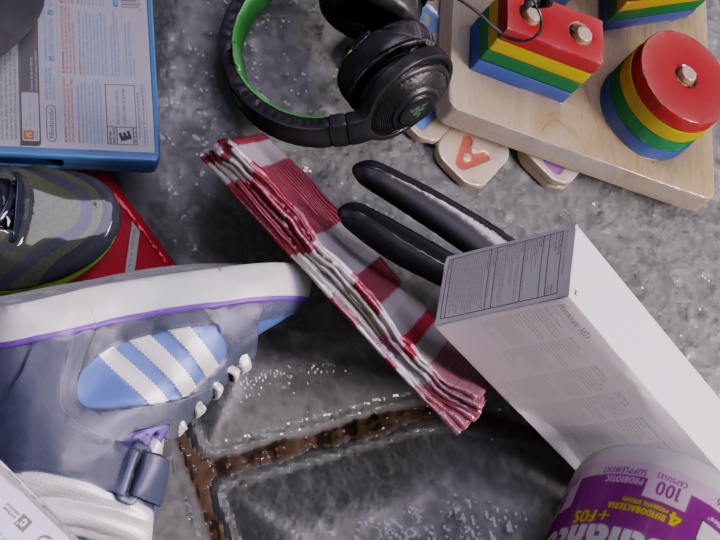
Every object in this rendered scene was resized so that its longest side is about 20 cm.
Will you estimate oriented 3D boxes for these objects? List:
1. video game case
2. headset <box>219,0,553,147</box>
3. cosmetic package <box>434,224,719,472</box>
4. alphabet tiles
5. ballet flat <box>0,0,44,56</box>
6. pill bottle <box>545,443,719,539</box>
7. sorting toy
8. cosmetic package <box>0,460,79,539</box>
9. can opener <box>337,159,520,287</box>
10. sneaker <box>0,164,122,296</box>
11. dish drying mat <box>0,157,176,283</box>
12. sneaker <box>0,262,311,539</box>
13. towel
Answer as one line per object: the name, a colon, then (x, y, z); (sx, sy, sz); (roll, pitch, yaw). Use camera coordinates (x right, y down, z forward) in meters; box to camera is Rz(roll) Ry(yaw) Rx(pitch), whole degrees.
video game case: (-0.210, -0.123, 0.970); (0.198, 0.018, 0.144); (2, 66, -17)
headset: (0.015, -0.146, 1.044); (0.198, 0.094, 0.124); (-12, 65, -1)
cosmetic package: (0.128, 0.056, 0.981); (0.200, 0.082, 0.051); (46, 45, -40)
alphabet tiles: (0.083, -0.147, 1.160); (0.200, 0.015, 0.196); (45, 54, -1)
ballet flat: (-0.244, -0.122, 0.910); (0.199, 0.073, 0.073); (-29, 81, -26)
pill bottle: (0.134, 0.200, 0.947); (0.112, 0.112, 0.201); (34, 54, -8)
sorting toy: (0.154, -0.165, 1.156); (0.197, 0.070, 0.202); (17, 57, -21)
cosmetic package: (-0.219, 0.170, 0.762); (0.085, 0.108, 0.200); (44, 65, 0)
can opener: (0.069, -0.004, 1.026); (0.199, 0.078, 0.064); (34, 58, -24)
sneaker: (-0.215, -0.031, 0.896); (0.198, 0.081, 0.075); (1, 71, -20)
dish drying mat: (-0.172, -0.046, 0.973); (0.077, 0.018, 0.201); (-33, 83, -34)
sneaker: (-0.107, 0.076, 0.909); (0.199, 0.080, 0.148); (-10, 95, -36)
towel: (0.000, 0.000, 0.983); (0.200, 0.023, 0.144); (47, 9, 1)
